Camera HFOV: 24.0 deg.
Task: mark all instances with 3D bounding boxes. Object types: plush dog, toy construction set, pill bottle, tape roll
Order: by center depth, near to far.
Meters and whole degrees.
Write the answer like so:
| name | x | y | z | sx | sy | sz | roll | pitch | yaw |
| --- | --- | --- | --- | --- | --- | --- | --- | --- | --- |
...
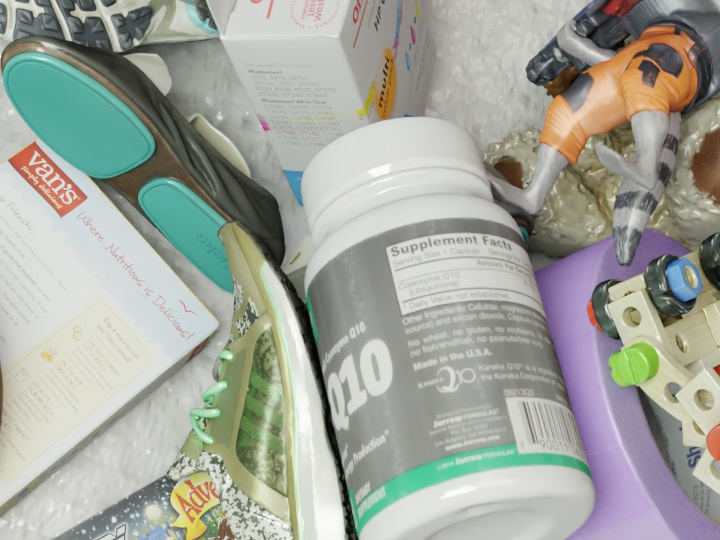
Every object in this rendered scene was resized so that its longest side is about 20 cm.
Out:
| name | x | y | z | sx | sy | sz | roll | pitch | yaw |
| --- | --- | --- | --- | --- | --- | --- | --- | --- | --- |
| pill bottle | 0.035 | 0.036 | 0.814 | 0.112 | 0.113 | 0.202 | -2 | 60 | -21 |
| toy construction set | 0.181 | 0.051 | 0.830 | 0.132 | 0.091 | 0.200 | 67 | 23 | 4 |
| tape roll | 0.157 | 0.082 | 0.904 | 0.199 | 0.065 | 0.202 | 32 | 46 | -39 |
| plush dog | 0.185 | -0.089 | 1.003 | 0.160 | 0.198 | 0.174 | 24 | 66 | -46 |

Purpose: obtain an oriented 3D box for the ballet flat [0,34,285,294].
| name | x | y | z | sx | sy | sz | roll | pitch | yaw |
| --- | --- | --- | --- | --- | --- | --- | --- | --- | --- |
| ballet flat | -0.112 | -0.067 | 0.900 | 0.200 | 0.067 | 0.069 | 47 | 39 | -33 |

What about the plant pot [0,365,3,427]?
| name | x | y | z | sx | sy | sz | roll | pitch | yaw |
| --- | --- | --- | --- | --- | --- | --- | --- | --- | --- |
| plant pot | -0.267 | 0.052 | 0.719 | 0.198 | 0.175 | 0.203 | 0 | 84 | 1 |

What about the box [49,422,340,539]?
| name | x | y | z | sx | sy | sz | roll | pitch | yaw |
| --- | --- | --- | --- | --- | --- | --- | --- | --- | --- |
| box | -0.071 | 0.168 | 0.849 | 0.199 | 0.038 | 0.137 | -28 | 79 | -28 |

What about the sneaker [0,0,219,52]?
| name | x | y | z | sx | sy | sz | roll | pitch | yaw |
| --- | --- | --- | --- | --- | --- | --- | --- | --- | --- |
| sneaker | -0.141 | -0.149 | 0.936 | 0.198 | 0.086 | 0.079 | -3 | 89 | -35 |

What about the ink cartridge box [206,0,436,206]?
| name | x | y | z | sx | sy | sz | roll | pitch | yaw |
| --- | --- | --- | --- | --- | --- | --- | --- | --- | --- |
| ink cartridge box | -0.017 | -0.135 | 0.912 | 0.067 | 0.201 | 0.116 | 3 | 61 | 17 |

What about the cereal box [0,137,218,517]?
| name | x | y | z | sx | sy | sz | roll | pitch | yaw |
| --- | --- | --- | --- | --- | --- | --- | --- | --- | --- |
| cereal box | -0.190 | 0.038 | 0.864 | 0.200 | 0.040 | 0.144 | -39 | 83 | -30 |

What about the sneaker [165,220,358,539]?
| name | x | y | z | sx | sy | sz | roll | pitch | yaw |
| --- | --- | --- | --- | --- | --- | --- | --- | --- | --- |
| sneaker | -0.058 | 0.074 | 0.831 | 0.088 | 0.077 | 0.202 | -14 | 75 | 1 |

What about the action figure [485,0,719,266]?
| name | x | y | z | sx | sy | sz | roll | pitch | yaw |
| --- | --- | --- | --- | --- | --- | --- | --- | --- | --- |
| action figure | 0.148 | -0.099 | 0.893 | 0.105 | 0.200 | 0.194 | 43 | 67 | -4 |

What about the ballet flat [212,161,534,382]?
| name | x | y | z | sx | sy | sz | roll | pitch | yaw |
| --- | --- | --- | --- | --- | --- | --- | --- | --- | --- |
| ballet flat | 0.000 | 0.000 | 0.928 | 0.198 | 0.068 | 0.064 | -26 | 62 | -11 |
